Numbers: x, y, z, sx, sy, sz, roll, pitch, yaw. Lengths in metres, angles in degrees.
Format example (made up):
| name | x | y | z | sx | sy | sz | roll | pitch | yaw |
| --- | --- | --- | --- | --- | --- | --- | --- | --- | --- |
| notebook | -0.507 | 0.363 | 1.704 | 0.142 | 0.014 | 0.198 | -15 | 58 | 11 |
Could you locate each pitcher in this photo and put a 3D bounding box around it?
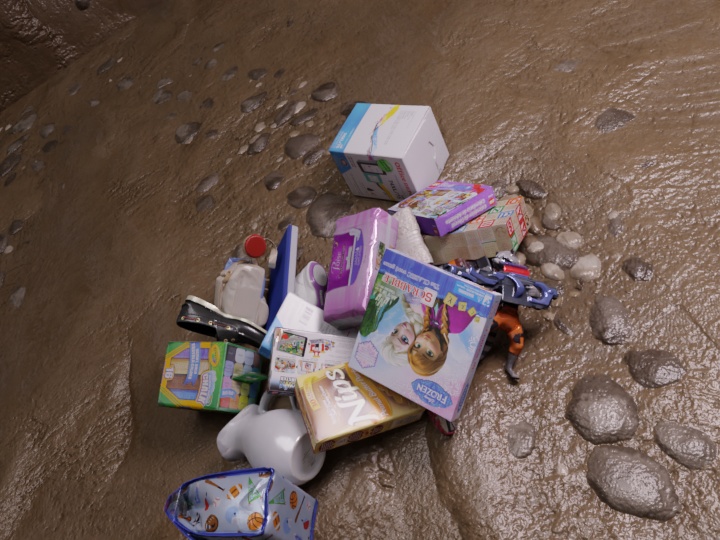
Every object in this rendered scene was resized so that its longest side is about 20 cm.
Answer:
| name | x | y | z | sx | sy | sz | roll | pitch | yaw |
| --- | --- | --- | --- | --- | --- | --- | --- | --- | --- |
| pitcher | -0.140 | 0.281 | 1.165 | 0.197 | 0.122 | 0.173 | 3 | 50 | 46 |

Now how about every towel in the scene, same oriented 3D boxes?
| name | x | y | z | sx | sy | sz | roll | pitch | yaw |
| --- | --- | --- | --- | --- | --- | --- | --- | --- | --- |
| towel | 0.037 | -0.017 | 1.247 | 0.198 | 0.034 | 0.135 | -35 | 59 | 24 |

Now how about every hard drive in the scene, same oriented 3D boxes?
| name | x | y | z | sx | sy | sz | roll | pitch | yaw |
| --- | --- | --- | --- | --- | --- | --- | --- | --- | --- |
| hard drive | -0.165 | 0.025 | 1.378 | 0.133 | 0.025 | 0.204 | 124 | 153 | -46 |

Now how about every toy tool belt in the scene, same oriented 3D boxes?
| name | x | y | z | sx | sy | sz | roll | pitch | yaw |
| --- | --- | --- | --- | --- | --- | --- | --- | --- | --- |
| toy tool belt | -0.247 | 0.024 | 1.391 | 0.122 | 0.121 | 0.207 | -167 | 86 | -67 |

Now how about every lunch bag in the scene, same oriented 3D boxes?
| name | x | y | z | sx | sy | sz | roll | pitch | yaw |
| --- | --- | --- | --- | --- | --- | --- | --- | --- | --- |
| lunch bag | -0.192 | 0.403 | 1.059 | 0.194 | 0.171 | 0.127 | -9 | 51 | 21 |

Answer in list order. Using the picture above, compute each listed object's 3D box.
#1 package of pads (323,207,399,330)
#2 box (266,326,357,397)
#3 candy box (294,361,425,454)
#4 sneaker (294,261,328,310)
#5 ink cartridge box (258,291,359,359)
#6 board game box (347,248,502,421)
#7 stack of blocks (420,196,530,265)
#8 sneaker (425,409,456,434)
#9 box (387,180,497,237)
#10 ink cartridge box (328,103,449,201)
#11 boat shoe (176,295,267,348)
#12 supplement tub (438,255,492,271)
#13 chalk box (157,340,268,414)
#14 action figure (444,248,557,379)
| name | x | y | z | sx | sy | sz | roll | pitch | yaw |
| --- | --- | --- | --- | --- | --- | --- | --- | --- | --- |
| package of pads | 0.000 | 0.000 | 1.187 | 0.118 | 0.075 | 0.206 | -12 | 62 | 41 |
| box | -0.062 | 0.169 | 1.160 | 0.194 | 0.035 | 0.113 | 9 | 69 | -12 |
| candy box | -0.002 | 0.213 | 1.098 | 0.194 | 0.056 | 0.118 | -13 | 59 | -19 |
| sneaker | -0.108 | 0.087 | 1.337 | 0.099 | 0.074 | 0.205 | -31 | 44 | 37 |
| ink cartridge box | -0.077 | 0.144 | 1.221 | 0.197 | 0.067 | 0.118 | 30 | 66 | -3 |
| board game box | 0.095 | 0.096 | 1.029 | 0.196 | 0.041 | 0.205 | 22 | 99 | 28 |
| stack of blocks | 0.207 | -0.071 | 1.240 | 0.196 | 0.060 | 0.115 | -9 | 24 | 35 |
| sneaker | 0.135 | 0.165 | 1.088 | 0.072 | 0.081 | 0.207 | -5 | 79 | -6 |
| box | 0.154 | -0.124 | 1.282 | 0.135 | 0.040 | 0.199 | -30 | 20 | -16 |
| ink cartridge box | 0.065 | -0.255 | 1.434 | 0.196 | 0.148 | 0.148 | 12 | 61 | 36 |
| boat shoe | -0.260 | 0.117 | 1.284 | 0.196 | 0.074 | 0.064 | 22 | 63 | -1 |
| supplement tub | 0.149 | 0.048 | 1.180 | 0.196 | 0.108 | 0.109 | -26 | 46 | 9 |
| chalk box | -0.268 | 0.208 | 1.263 | 0.195 | 0.124 | 0.128 | -1 | 73 | 29 |
| action figure | 0.210 | 0.055 | 1.085 | 0.195 | 0.105 | 0.199 | 20 | 79 | -9 |
